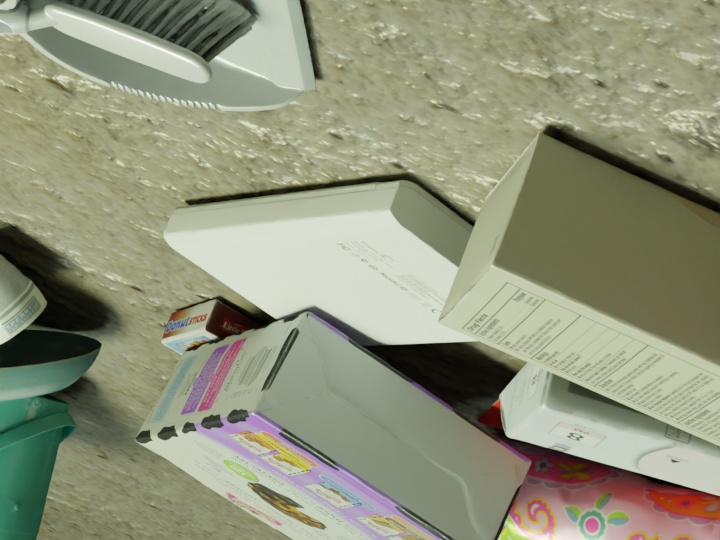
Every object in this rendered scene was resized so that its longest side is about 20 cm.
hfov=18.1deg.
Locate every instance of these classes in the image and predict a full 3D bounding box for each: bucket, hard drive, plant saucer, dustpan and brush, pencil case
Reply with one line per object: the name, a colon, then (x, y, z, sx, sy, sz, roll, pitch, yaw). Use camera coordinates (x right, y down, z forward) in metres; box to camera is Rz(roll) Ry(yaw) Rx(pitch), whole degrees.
bucket: (-0.317, 0.136, 1.681, 0.206, 0.136, 0.207, 18, 177, 1)
hard drive: (0.000, 0.000, 1.219, 0.132, 0.026, 0.199, 36, 157, -32)
plant saucer: (-0.273, 0.065, 1.518, 0.198, 0.028, 0.200, 0, -174, 0)
dustpan and brush: (-0.127, -0.115, 1.007, 0.199, 0.058, 0.140, 18, 160, 12)
pencil case: (0.147, 0.159, 1.381, 0.199, 0.088, 0.088, 12, 158, 28)

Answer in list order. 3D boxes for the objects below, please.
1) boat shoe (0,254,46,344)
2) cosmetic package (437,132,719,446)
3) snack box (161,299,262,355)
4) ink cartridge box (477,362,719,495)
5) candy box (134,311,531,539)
boat shoe: (-0.276, 0.005, 1.487, 0.200, 0.070, 0.072, 2, 128, 54)
cosmetic package: (0.147, 0.021, 1.047, 0.199, 0.073, 0.104, 25, 160, -6)
snack box: (-0.029, 0.079, 1.454, 0.199, 0.024, 0.072, 30, 160, -21)
ink cartridge box: (0.155, 0.100, 1.248, 0.161, 0.057, 0.200, 16, 157, -5)
candy box: (-0.021, 0.108, 1.358, 0.167, 0.072, 0.200, 34, 159, -17)
